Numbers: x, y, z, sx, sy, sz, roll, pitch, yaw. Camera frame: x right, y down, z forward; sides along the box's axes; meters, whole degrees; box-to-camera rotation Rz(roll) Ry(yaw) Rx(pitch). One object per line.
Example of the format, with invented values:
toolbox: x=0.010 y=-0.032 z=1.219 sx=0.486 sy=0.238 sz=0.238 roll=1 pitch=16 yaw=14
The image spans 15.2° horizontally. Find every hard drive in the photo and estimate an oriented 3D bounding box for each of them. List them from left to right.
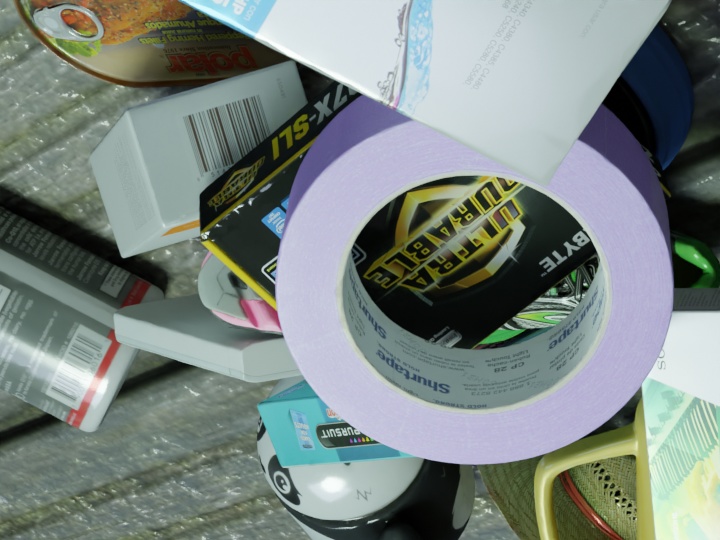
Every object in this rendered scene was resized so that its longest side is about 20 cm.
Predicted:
hard drive: x=-0.057 y=0.036 z=1.694 sx=0.200 sy=0.132 sz=0.027 roll=13 pitch=110 yaw=62

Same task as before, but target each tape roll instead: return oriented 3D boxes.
tape roll: x=0.058 y=-0.002 z=1.375 sx=0.200 sy=0.066 sz=0.201 roll=2 pitch=117 yaw=3

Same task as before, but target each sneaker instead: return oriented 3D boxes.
sneaker: x=0.000 y=0.000 z=1.622 sx=0.200 sy=0.079 sz=0.095 roll=-11 pitch=168 yaw=-9
sneaker: x=0.110 y=-0.003 z=1.531 sx=0.200 sy=0.078 sz=0.085 roll=-3 pitch=172 yaw=-15

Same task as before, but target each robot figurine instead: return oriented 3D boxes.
robot figurine: x=0.004 y=0.135 z=1.833 sx=0.150 sy=0.125 sz=0.200 roll=16 pitch=160 yaw=26

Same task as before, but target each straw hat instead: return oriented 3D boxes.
straw hat: x=0.175 y=0.145 z=1.761 sx=0.201 sy=0.201 sz=0.085 roll=37 pitch=111 yaw=-19

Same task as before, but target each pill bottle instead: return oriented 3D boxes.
pill bottle: x=-0.247 y=0.020 z=1.871 sx=0.200 sy=0.114 sz=0.114 roll=27 pitch=151 yaw=-2

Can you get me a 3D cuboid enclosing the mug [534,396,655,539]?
mug: x=0.216 y=0.134 z=1.625 sx=0.149 sy=0.186 sz=0.153 roll=26 pitch=134 yaw=55

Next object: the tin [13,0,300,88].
tin: x=-0.112 y=-0.155 z=1.563 sx=0.200 sy=0.042 sz=0.112 roll=1 pitch=138 yaw=36

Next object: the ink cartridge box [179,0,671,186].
ink cartridge box: x=0.037 y=-0.168 z=1.249 sx=0.200 sy=0.147 sz=0.146 roll=26 pitch=117 yaw=-12

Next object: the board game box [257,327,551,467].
board game box: x=0.054 y=0.067 z=1.653 sx=0.200 sy=0.151 sz=0.047 roll=-10 pitch=104 yaw=55

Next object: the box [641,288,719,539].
box: x=0.249 y=0.081 z=1.426 sx=0.200 sy=0.036 sz=0.145 roll=-1 pitch=110 yaw=19

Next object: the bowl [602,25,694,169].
bowl: x=0.084 y=-0.102 z=1.494 sx=0.200 sy=0.039 sz=0.201 roll=20 pitch=150 yaw=12

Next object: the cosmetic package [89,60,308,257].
cosmetic package: x=-0.090 y=-0.061 z=1.555 sx=0.200 sy=0.101 sz=0.071 roll=160 pitch=93 yaw=-78

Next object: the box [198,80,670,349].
box: x=0.038 y=-0.039 z=1.435 sx=0.200 sy=0.049 sz=0.160 roll=-38 pitch=117 yaw=17
